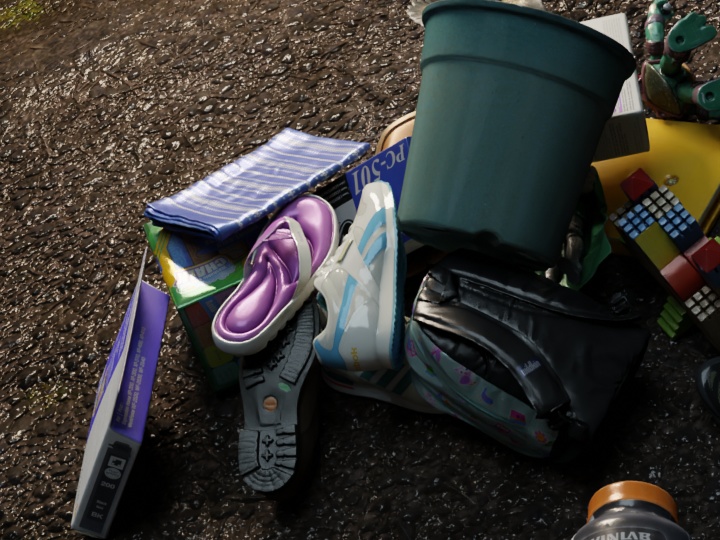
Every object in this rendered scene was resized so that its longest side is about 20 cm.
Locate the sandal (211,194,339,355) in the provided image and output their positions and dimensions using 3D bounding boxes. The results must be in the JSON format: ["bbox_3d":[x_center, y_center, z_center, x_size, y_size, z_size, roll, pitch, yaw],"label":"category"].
[{"bbox_3d":[-0.076,-0.006,1.497,0.082,0.050,0.203,9,49,19],"label":"sandal"}]

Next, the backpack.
[{"bbox_3d":[0.133,0.075,1.401,0.199,0.127,0.167,26,49,14],"label":"backpack"}]

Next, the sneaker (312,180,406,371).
[{"bbox_3d":[0.000,0.000,1.470,0.080,0.077,0.201,-3,52,10],"label":"sneaker"}]

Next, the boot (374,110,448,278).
[{"bbox_3d":[0.059,-0.081,1.680,0.199,0.077,0.155,-35,42,-16],"label":"boot"}]

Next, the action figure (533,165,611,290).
[{"bbox_3d":[0.196,-0.048,1.534,0.118,0.055,0.201,-40,20,33],"label":"action figure"}]

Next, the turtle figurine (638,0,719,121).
[{"bbox_3d":[0.332,-0.199,1.640,0.101,0.150,0.200,-46,0,2],"label":"turtle figurine"}]

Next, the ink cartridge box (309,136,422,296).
[{"bbox_3d":[0.005,-0.051,1.597,0.044,0.095,0.199,-6,-16,-46],"label":"ink cartridge box"}]

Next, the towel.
[{"bbox_3d":[-0.105,-0.090,1.610,0.199,0.024,0.144,-33,28,-29],"label":"towel"}]

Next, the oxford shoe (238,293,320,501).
[{"bbox_3d":[-0.071,0.116,1.494,0.072,0.084,0.202,2,69,18],"label":"oxford shoe"}]

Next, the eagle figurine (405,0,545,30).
[{"bbox_3d":[0.153,-0.257,1.773,0.151,0.201,0.151,-12,-16,-37],"label":"eagle figurine"}]

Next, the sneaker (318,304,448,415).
[{"bbox_3d":[0.035,0.074,1.504,0.198,0.094,0.071,6,48,33],"label":"sneaker"}]

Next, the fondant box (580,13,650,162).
[{"bbox_3d":[0.177,-0.167,1.588,0.198,0.058,0.145,-10,48,11],"label":"fondant box"}]

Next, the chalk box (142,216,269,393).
[{"bbox_3d":[-0.123,0.028,1.608,0.123,0.125,0.200,-22,38,-5],"label":"chalk box"}]

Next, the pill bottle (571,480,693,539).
[{"bbox_3d":[0.203,0.256,1.204,0.105,0.107,0.201,-10,41,18],"label":"pill bottle"}]

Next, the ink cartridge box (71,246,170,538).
[{"bbox_3d":[-0.222,0.115,1.528,0.043,0.201,0.199,15,41,-11],"label":"ink cartridge box"}]

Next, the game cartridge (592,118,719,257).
[{"bbox_3d":[0.271,-0.085,1.612,0.199,0.033,0.177,9,50,38],"label":"game cartridge"}]

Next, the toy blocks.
[{"bbox_3d":[0.280,-0.016,1.419,0.100,0.137,0.200,-39,48,4],"label":"toy blocks"}]

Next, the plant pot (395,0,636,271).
[{"bbox_3d":[0.125,-0.113,1.434,0.199,0.200,0.198,11,83,36],"label":"plant pot"}]

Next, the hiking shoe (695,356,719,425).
[{"bbox_3d":[0.352,0.102,1.302,0.076,0.101,0.199,-42,42,-21],"label":"hiking shoe"}]
